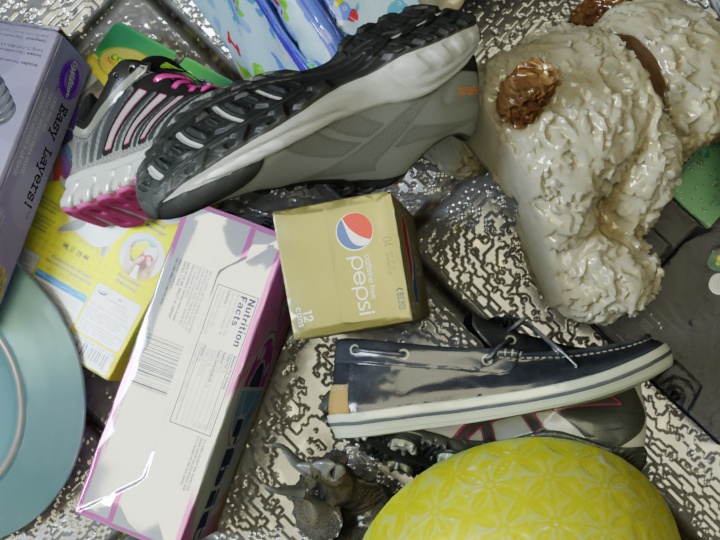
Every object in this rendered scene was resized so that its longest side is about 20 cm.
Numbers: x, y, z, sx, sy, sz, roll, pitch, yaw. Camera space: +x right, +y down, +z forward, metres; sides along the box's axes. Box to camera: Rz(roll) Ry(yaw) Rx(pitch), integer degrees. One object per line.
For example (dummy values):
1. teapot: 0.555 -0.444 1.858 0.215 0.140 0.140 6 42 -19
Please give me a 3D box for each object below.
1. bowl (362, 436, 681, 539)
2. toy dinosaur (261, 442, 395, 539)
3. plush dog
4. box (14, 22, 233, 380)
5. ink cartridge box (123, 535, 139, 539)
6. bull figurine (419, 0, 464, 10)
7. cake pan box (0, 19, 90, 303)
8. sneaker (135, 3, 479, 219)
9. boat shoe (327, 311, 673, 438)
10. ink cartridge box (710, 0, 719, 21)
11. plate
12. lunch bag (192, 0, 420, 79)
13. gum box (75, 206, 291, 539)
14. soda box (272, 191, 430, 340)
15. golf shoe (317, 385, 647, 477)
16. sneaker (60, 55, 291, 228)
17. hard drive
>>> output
1. bowl: 0.096 0.204 0.790 0.198 0.108 0.202 -2 113 -5
2. toy dinosaur: 0.005 0.180 0.871 0.101 0.077 0.202 1 117 9
3. plush dog: 0.145 -0.098 0.827 0.171 0.161 0.200 -28 61 -19
4. box: -0.154 -0.045 0.913 0.117 0.048 0.201 29 91 9
5. ink cartridge box: -0.113 0.289 0.884 0.161 0.050 0.201 25 107 14
6. bull figurine: 0.090 -0.221 0.873 0.120 0.065 0.201 18 70 3
7. cake pan box: -0.287 -0.071 0.890 0.198 0.052 0.186 10 71 20
8. sneaker: -0.018 -0.065 0.724 0.199 0.074 0.080 -25 119 -21
9. boat shoe: 0.077 0.052 0.808 0.198 0.075 0.063 -7 82 -2
10. ink cartridge box: 0.260 -0.260 0.882 0.172 0.044 0.201 -19 83 -25
11. plate: -0.267 0.078 0.900 0.198 0.026 0.202 2 99 14
12. lunch bag: -0.042 -0.174 0.845 0.082 0.161 0.201 -27 77 -18
13. gum box: -0.093 0.058 0.863 0.066 0.113 0.202 20 88 7
14. soda box: 0.000 0.000 0.814 0.063 0.200 0.068 -10 88 6
15. golf shoe: 0.075 0.087 0.873 0.198 0.077 0.089 12 70 2
16. sneaker: -0.103 -0.089 0.823 0.199 0.073 0.088 -18 71 42
17. hard drive: 0.236 -0.013 0.872 0.140 0.038 0.200 42 91 8
